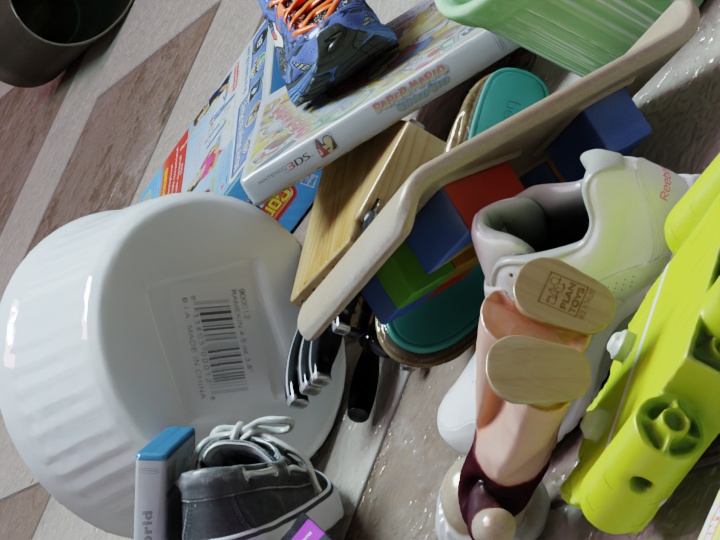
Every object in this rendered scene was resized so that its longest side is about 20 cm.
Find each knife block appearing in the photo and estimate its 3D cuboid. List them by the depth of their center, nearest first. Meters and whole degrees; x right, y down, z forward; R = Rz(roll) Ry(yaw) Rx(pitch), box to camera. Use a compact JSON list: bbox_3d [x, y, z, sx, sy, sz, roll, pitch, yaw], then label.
[{"bbox_3d":[0.000,0.000,1.649,0.176,0.064,0.200,-61,16,-2],"label":"knife block"}]

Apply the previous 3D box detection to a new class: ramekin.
[{"bbox_3d":[0.133,-0.199,1.521,0.200,0.098,0.200,-52,19,26],"label":"ramekin"},{"bbox_3d":[-0.105,0.051,1.658,0.098,0.200,0.201,-25,39,52],"label":"ramekin"}]

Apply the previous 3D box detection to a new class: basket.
[{"bbox_3d":[-0.328,-0.276,2.974,0.200,0.136,0.181,-38,24,60],"label":"basket"}]

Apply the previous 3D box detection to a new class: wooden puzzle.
[{"bbox_3d":[0.072,-0.039,1.403,0.200,0.046,0.185,-34,-7,-25],"label":"wooden puzzle"}]

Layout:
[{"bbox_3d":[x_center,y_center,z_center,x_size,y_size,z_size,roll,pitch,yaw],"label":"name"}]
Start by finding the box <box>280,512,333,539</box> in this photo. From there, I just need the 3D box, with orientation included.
[{"bbox_3d":[-0.028,0.208,1.336,0.143,0.036,0.200,-49,26,-3],"label":"box"}]

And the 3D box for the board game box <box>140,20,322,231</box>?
[{"bbox_3d":[-0.092,-0.060,2.039,0.196,0.056,0.200,-53,18,28],"label":"board game box"}]

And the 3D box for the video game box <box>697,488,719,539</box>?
[{"bbox_3d":[0.189,0.071,1.003,0.200,0.047,0.182,-64,18,-11],"label":"video game box"}]

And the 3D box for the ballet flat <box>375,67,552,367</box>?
[{"bbox_3d":[0.055,-0.018,1.534,0.072,0.068,0.200,107,-179,-59],"label":"ballet flat"}]

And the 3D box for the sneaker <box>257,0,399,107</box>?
[{"bbox_3d":[-0.031,-0.152,1.706,0.075,0.079,0.200,-34,13,0],"label":"sneaker"}]

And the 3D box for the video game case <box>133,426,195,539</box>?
[{"bbox_3d":[-0.105,0.189,1.509,0.143,0.018,0.201,-43,-45,-87],"label":"video game case"}]

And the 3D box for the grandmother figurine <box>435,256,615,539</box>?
[{"bbox_3d":[0.067,0.070,1.254,0.121,0.060,0.200,-58,-9,-31],"label":"grandmother figurine"}]

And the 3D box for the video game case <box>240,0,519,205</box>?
[{"bbox_3d":[0.014,-0.117,1.693,0.182,0.023,0.200,-31,14,10],"label":"video game case"}]

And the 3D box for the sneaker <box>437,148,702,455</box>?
[{"bbox_3d":[0.083,0.008,1.324,0.200,0.099,0.078,-50,21,34],"label":"sneaker"}]

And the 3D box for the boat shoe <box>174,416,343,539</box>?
[{"bbox_3d":[-0.060,0.114,1.517,0.073,0.068,0.199,-11,3,16],"label":"boat shoe"}]

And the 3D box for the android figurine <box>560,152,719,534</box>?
[{"bbox_3d":[0.134,0.030,1.182,0.200,0.041,0.182,-58,7,52],"label":"android figurine"}]
